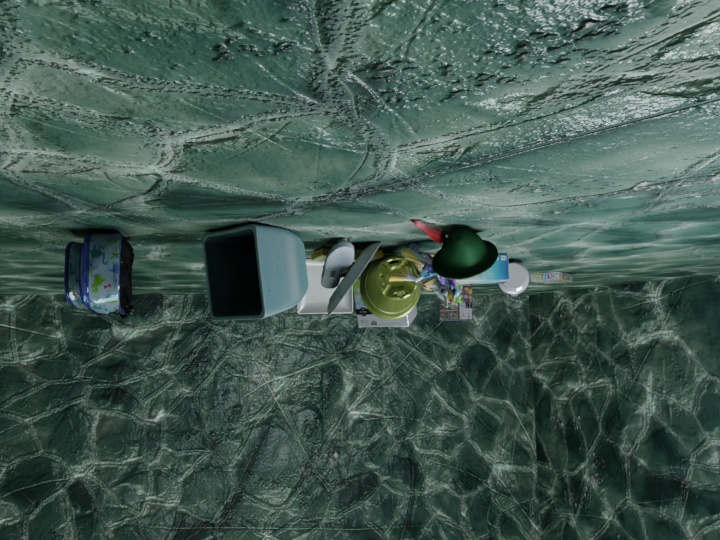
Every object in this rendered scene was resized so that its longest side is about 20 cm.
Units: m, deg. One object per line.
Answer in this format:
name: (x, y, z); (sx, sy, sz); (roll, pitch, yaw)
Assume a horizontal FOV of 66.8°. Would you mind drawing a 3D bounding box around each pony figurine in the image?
pony figurine: (0.200, 0.001, 1.473); (0.195, 0.194, 0.170); (25, 138, 19)

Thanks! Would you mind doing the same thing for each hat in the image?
hat: (0.227, -0.095, 1.270); (0.160, 0.181, 0.202); (-6, -149, 21)

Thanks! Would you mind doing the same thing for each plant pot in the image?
plant pot: (-0.230, 0.002, 1.292); (0.191, 0.204, 0.197); (-6, -179, 37)
plant pot: (0.098, 0.035, 1.621); (0.192, 0.208, 0.190); (-1, 170, -3)

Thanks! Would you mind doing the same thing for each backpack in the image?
backpack: (-0.601, 0.008, 1.259); (0.142, 0.190, 0.199); (0, 169, -21)

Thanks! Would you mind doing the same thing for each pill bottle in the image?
pill bottle: (0.555, 0.029, 1.992); (0.115, 0.125, 0.200); (-3, 174, 13)

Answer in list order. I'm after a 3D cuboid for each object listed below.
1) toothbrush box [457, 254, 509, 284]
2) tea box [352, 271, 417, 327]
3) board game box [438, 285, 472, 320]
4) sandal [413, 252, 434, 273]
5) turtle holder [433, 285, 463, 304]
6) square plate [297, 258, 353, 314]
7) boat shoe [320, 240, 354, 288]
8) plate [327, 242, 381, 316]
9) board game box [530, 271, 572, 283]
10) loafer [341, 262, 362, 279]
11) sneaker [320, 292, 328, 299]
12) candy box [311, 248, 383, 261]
toothbrush box: (0.395, -0.002, 1.846); (0.192, 0.089, 0.146); (-1, 174, 8)
tea box: (0.087, 0.087, 1.947); (0.193, 0.204, 0.133); (-4, -168, 21)
board game box: (0.404, 0.109, 2.316); (0.094, 0.208, 0.158); (-4, 173, 33)
sandal: (0.220, -0.012, 1.777); (0.076, 0.072, 0.209); (-5, 173, 34)
turtle holder: (0.341, 0.055, 2.118); (0.128, 0.146, 0.185); (15, -171, 18)
square plate: (-0.120, 0.051, 1.845); (0.190, 0.207, 0.029); (-1, -156, -3)
boat shoe: (-0.063, -0.038, 1.479); (0.072, 0.089, 0.204); (7, 147, -12)
plate: (-0.027, 0.019, 1.521); (0.032, 0.202, 0.200); (36, 158, -1)
board game box: (0.885, 0.034, 2.523); (0.131, 0.036, 0.197); (-6, 173, 39)
loafer: (0.000, 0.000, 1.768); (0.192, 0.072, 0.076); (-1, 155, 2)
sneaker: (-0.091, 0.041, 1.899); (0.193, 0.126, 0.083); (-3, -173, 23)
candy box: (-0.039, -0.045, 1.627); (0.194, 0.027, 0.102); (1, 175, -25)
